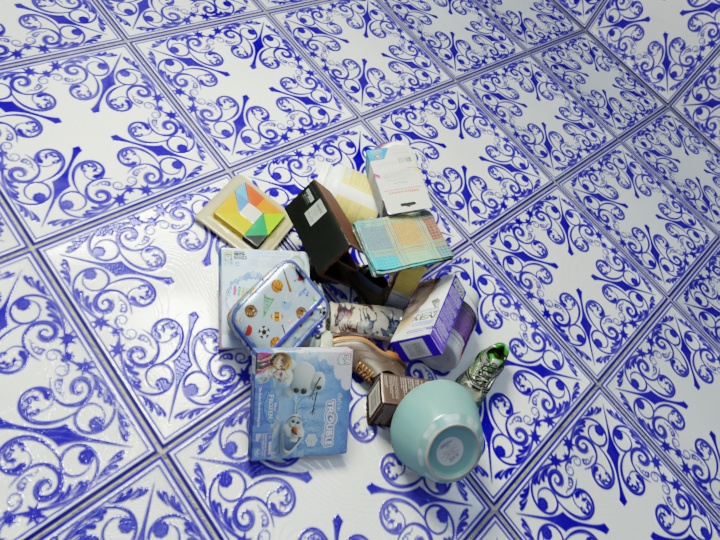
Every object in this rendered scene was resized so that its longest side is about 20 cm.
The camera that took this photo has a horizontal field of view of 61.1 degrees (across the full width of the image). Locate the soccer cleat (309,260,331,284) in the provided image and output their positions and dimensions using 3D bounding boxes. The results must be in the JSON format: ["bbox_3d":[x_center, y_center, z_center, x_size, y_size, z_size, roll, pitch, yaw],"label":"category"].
[{"bbox_3d":[-0.151,-0.008,1.416,0.193,0.067,0.084,5,27,-17],"label":"soccer cleat"}]

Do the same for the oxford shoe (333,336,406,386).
[{"bbox_3d":[0.014,0.200,1.312,0.194,0.073,0.074,18,32,-12],"label":"oxford shoe"}]

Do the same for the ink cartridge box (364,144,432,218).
[{"bbox_3d":[0.087,-0.195,1.432,0.111,0.069,0.205,-9,56,-10],"label":"ink cartridge box"}]

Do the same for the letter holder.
[{"bbox_3d":[-0.063,-0.079,1.382,0.141,0.100,0.203,28,28,-55],"label":"letter holder"}]

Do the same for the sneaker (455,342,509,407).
[{"bbox_3d":[0.281,0.236,1.409,0.077,0.086,0.201,36,50,5],"label":"sneaker"}]

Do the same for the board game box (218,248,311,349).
[{"bbox_3d":[-0.203,0.061,1.296,0.194,0.043,0.207,2,77,-24],"label":"board game box"}]

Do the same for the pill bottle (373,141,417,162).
[{"bbox_3d":[0.080,-0.284,1.619,0.109,0.116,0.200,17,8,-11],"label":"pill bottle"}]

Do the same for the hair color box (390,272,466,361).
[{"bbox_3d":[0.153,0.101,1.344,0.066,0.107,0.202,55,41,-21],"label":"hair color box"}]

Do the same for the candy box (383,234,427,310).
[{"bbox_3d":[0.109,0.002,1.422,0.055,0.202,0.119,19,50,-4],"label":"candy box"}]

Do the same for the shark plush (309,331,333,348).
[{"bbox_3d":[-0.100,0.220,1.246,0.089,0.082,0.206,26,77,-29],"label":"shark plush"}]

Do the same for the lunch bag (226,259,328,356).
[{"bbox_3d":[-0.160,0.088,1.238,0.200,0.075,0.162,-44,100,-24],"label":"lunch bag"}]

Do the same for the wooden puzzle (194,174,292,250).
[{"bbox_3d":[-0.267,-0.130,1.455,0.197,0.038,0.187,33,50,1],"label":"wooden puzzle"}]

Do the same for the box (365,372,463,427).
[{"bbox_3d":[0.118,0.282,1.289,0.194,0.101,0.077,13,47,-16],"label":"box"}]

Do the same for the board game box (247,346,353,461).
[{"bbox_3d":[-0.114,0.252,1.172,0.193,0.043,0.208,1,94,-24],"label":"board game box"}]

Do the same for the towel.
[{"bbox_3d":[0.092,-0.064,1.324,0.194,0.022,0.149,-11,56,-20],"label":"towel"}]

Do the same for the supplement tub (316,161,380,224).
[{"bbox_3d":[-0.025,-0.175,1.526,0.195,0.147,0.148,23,50,-7],"label":"supplement tub"}]

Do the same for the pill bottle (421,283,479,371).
[{"bbox_3d":[0.213,0.127,1.438,0.110,0.112,0.202,33,50,2],"label":"pill bottle"}]

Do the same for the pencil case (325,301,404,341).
[{"bbox_3d":[0.009,0.120,1.374,0.193,0.079,0.091,6,39,-20],"label":"pencil case"}]

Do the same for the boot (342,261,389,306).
[{"bbox_3d":[0.000,0.000,1.443,0.074,0.098,0.202,-26,70,-36],"label":"boot"}]

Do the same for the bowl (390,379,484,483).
[{"bbox_3d":[0.165,0.332,1.200,0.194,0.208,0.105,9,10,-17],"label":"bowl"}]
